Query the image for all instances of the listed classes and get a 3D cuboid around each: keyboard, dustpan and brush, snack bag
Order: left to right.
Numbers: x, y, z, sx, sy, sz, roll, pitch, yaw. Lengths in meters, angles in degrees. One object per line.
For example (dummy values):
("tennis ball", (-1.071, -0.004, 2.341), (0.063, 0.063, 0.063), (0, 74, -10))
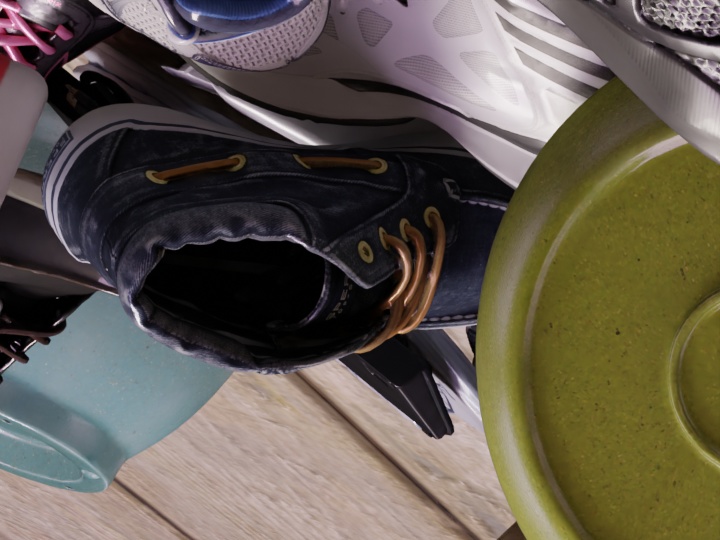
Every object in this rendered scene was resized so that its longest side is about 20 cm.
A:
("keyboard", (-0.048, -0.017, 1.050), (0.200, 0.021, 0.127), (38, 173, 24))
("snack bag", (-0.020, -0.002, 1.108), (0.189, 0.021, 0.200), (50, 171, -31))
("dustpan and brush", (0.036, -0.047, 1.009), (0.199, 0.057, 0.140), (28, -178, 3))

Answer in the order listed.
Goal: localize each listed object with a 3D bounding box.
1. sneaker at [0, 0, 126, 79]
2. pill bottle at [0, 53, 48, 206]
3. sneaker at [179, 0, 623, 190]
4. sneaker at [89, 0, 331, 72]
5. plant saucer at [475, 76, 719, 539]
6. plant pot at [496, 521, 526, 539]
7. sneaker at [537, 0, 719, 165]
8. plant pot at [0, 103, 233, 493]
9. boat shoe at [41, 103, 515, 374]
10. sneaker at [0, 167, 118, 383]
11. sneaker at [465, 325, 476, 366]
("sneaker", (-0.128, -0.087, 1.025), (0.079, 0.096, 0.200), (32, 160, -20))
("pill bottle", (-0.207, -0.045, 0.857), (0.199, 0.120, 0.120), (25, 163, -8))
("sneaker", (0.017, -0.099, 0.887), (0.200, 0.076, 0.116), (22, 145, 22))
("sneaker", (-0.044, -0.091, 0.776), (0.085, 0.077, 0.200), (56, -179, 24))
("plant saucer", (0.118, 0.030, 0.807), (0.199, 0.201, 0.031), (14, -169, 25))
("plant pot", (0.101, 0.079, 1.069), (0.028, 0.200, 0.200), (47, 163, 3))
("sneaker", (0.065, -0.120, 0.732), (0.199, 0.076, 0.114), (39, 140, 3))
("plant pot", (-0.144, 0.019, 1.296), (0.199, 0.135, 0.200), (20, 163, 6))
("boat shoe", (0.000, 0.000, 0.913), (0.199, 0.071, 0.091), (5, -155, -26))
("sneaker", (-0.131, 0.018, 1.033), (0.075, 0.107, 0.199), (15, 177, -41))
("sneaker", (0.083, 0.012, 1.079), (0.077, 0.080, 0.200), (24, 168, -3))
